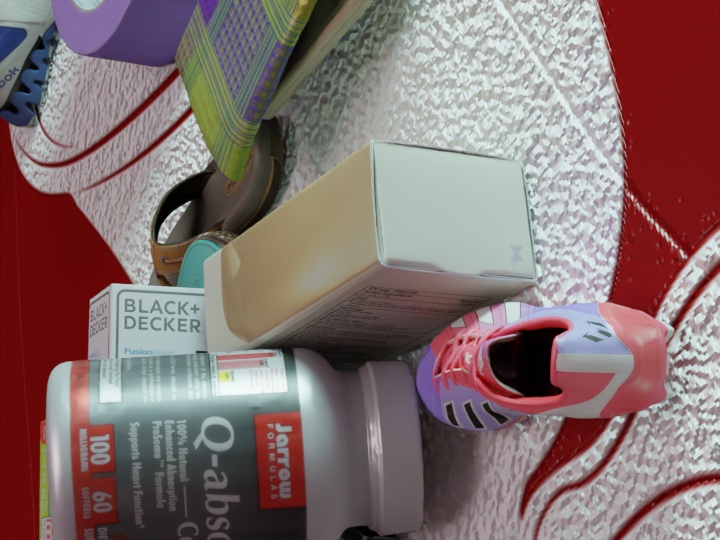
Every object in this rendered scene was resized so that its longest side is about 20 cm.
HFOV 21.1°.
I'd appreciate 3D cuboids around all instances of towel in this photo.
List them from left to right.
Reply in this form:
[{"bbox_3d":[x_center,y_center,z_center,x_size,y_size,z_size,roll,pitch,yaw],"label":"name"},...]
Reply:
[{"bbox_3d":[-0.060,-0.173,1.199,0.201,0.023,0.144,-62,34,32],"label":"towel"}]

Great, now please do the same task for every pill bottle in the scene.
[{"bbox_3d":[-0.069,0.102,1.064,0.116,0.198,0.117,176,90,-85],"label":"pill bottle"}]

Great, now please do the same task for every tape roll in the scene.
[{"bbox_3d":[-0.167,-0.257,1.445,0.200,0.065,0.202,-14,74,58],"label":"tape roll"}]

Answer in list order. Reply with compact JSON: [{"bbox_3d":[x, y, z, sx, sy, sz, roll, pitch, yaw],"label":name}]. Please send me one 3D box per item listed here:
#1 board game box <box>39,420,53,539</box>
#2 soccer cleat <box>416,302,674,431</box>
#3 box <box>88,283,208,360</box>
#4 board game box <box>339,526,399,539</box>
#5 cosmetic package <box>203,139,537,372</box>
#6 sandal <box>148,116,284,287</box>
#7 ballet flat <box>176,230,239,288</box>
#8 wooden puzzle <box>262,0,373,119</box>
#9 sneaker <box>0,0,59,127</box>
[{"bbox_3d":[-0.176,0.149,1.409,0.199,0.047,0.103,-20,67,57],"label":"board game box"},{"bbox_3d":[0.074,0.046,0.968,0.199,0.076,0.067,-7,79,59],"label":"soccer cleat"},{"bbox_3d":[-0.105,0.113,1.162,0.060,0.115,0.202,152,121,-68],"label":"box"},{"bbox_3d":[-0.046,0.174,1.200,0.200,0.028,0.136,43,122,54],"label":"board game box"},{"bbox_3d":[0.000,0.000,1.078,0.200,0.104,0.072,-31,59,52],"label":"cosmetic package"},{"bbox_3d":[-0.112,-0.029,1.320,0.200,0.054,0.082,-54,42,41],"label":"sandal"},{"bbox_3d":[-0.102,0.072,1.278,0.070,0.065,0.202,29,106,34],"label":"ballet flat"},{"bbox_3d":[-0.016,-0.218,1.204,0.185,0.046,0.202,-43,45,48],"label":"wooden puzzle"},{"bbox_3d":[-0.315,-0.220,1.642,0.081,0.114,0.201,44,122,52],"label":"sneaker"}]
